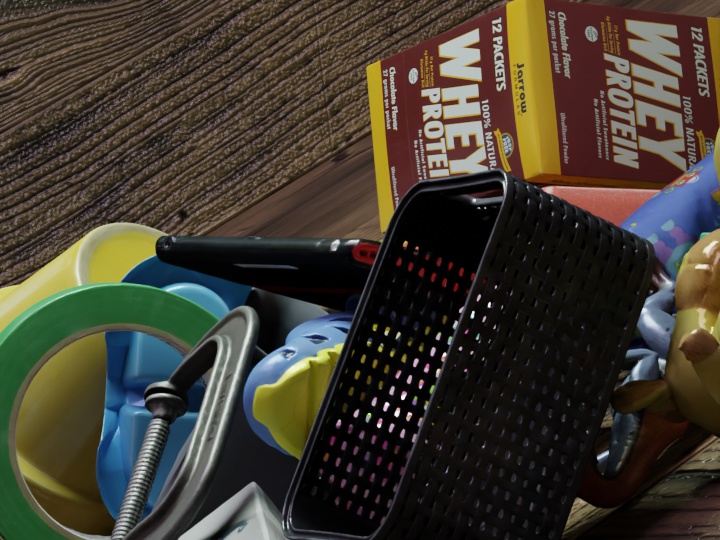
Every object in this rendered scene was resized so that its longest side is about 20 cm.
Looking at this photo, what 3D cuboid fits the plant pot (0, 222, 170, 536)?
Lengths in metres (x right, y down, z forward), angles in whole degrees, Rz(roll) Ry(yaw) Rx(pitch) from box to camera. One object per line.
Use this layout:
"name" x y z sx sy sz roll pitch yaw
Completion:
"plant pot" -0.192 0.070 2.110 0.189 0.201 0.201 -49 -6 38

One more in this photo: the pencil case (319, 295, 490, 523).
"pencil case" 0.062 0.071 1.628 0.087 0.087 0.200 -21 15 48

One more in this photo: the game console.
"game console" 0.000 0.000 1.768 0.177 0.031 0.200 17 -10 -39

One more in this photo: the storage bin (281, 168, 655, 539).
"storage bin" 0.054 0.060 1.477 0.135 0.094 0.200 -5 63 66

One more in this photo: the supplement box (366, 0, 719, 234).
"supplement box" 0.144 -0.107 2.187 0.197 0.133 0.200 3 -13 -35

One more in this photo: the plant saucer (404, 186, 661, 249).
"plant saucer" 0.144 -0.023 1.943 0.200 0.037 0.200 0 -10 -32

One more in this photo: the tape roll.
"tape roll" -0.159 0.108 1.920 0.200 0.201 0.048 -31 8 -12

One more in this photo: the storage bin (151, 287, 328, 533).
"storage bin" -0.046 0.110 1.817 0.134 0.146 0.200 -55 4 11

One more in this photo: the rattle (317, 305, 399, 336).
"rattle" 0.063 0.072 1.948 0.200 0.143 0.130 6 -42 -12

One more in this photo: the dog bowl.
"dog bowl" -0.124 0.087 1.984 0.111 0.200 0.050 4 -5 -12

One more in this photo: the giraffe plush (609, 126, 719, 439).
"giraffe plush" 0.210 0.024 1.433 0.200 0.172 0.162 -69 11 -18

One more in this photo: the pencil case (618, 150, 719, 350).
"pencil case" 0.213 -0.017 1.817 0.200 0.087 0.078 -36 9 -36

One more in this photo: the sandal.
"sandal" -0.010 0.058 1.671 0.087 0.080 0.200 23 18 28

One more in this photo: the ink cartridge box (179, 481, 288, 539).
"ink cartridge box" -0.109 0.202 1.598 0.176 0.045 0.200 -39 8 0

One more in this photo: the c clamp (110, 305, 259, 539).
"c clamp" -0.118 0.115 1.689 0.171 0.027 0.200 -40 25 51

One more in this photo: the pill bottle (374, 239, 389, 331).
"pill bottle" 0.005 0.045 2.100 0.200 0.104 0.104 -32 8 -18

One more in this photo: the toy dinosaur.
"toy dinosaur" 0.156 0.057 1.557 0.200 0.105 0.182 -16 29 14

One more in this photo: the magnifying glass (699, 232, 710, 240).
"magnifying glass" 0.242 -0.008 1.674 0.080 0.022 0.200 12 0 -3
